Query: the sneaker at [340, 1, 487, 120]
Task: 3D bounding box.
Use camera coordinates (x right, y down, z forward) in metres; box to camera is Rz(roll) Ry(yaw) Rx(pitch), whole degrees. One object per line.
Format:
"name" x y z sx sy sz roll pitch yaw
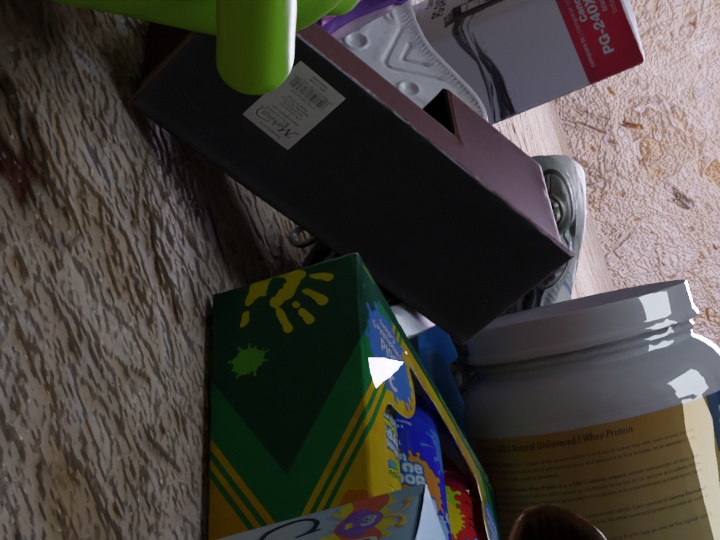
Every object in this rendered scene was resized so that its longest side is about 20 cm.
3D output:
"sneaker" 0.003 -0.093 0.921 0.200 0.081 0.146 53 -28 29

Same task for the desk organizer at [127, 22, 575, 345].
"desk organizer" -0.001 -0.060 0.663 0.200 0.072 0.077 36 27 -27

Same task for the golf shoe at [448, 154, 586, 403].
"golf shoe" 0.104 0.023 0.909 0.097 0.078 0.200 -30 139 -57

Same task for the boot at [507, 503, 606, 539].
"boot" 0.080 0.157 0.541 0.200 0.077 0.155 -101 167 -77

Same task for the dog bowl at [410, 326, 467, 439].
"dog bowl" 0.045 0.116 0.847 0.111 0.050 0.200 -83 153 -59

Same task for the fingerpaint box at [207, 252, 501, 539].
"fingerpaint box" 0.009 0.121 0.638 0.200 0.073 0.167 60 19 -44

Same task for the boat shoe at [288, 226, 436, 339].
"boat shoe" 0.003 -0.001 0.765 0.199 0.074 0.068 -53 122 -76

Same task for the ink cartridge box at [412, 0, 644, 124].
"ink cartridge box" 0.111 -0.180 1.152 0.145 0.200 0.083 -77 144 -64

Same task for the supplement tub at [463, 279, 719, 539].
"supplement tub" 0.137 0.115 0.787 0.145 0.145 0.200 -15 92 -77

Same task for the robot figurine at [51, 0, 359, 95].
"robot figurine" -0.067 -0.142 0.493 0.200 0.116 0.175 1 41 -52

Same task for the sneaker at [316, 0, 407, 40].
"sneaker" -0.012 -0.155 0.767 0.200 0.088 0.081 -49 130 -45

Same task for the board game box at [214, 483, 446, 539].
"board game box" 0.001 0.188 0.461 0.105 0.103 0.200 -67 139 -72
